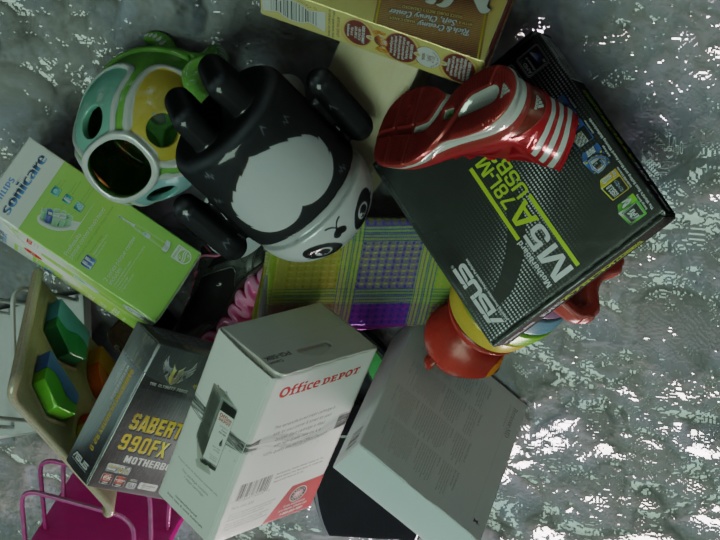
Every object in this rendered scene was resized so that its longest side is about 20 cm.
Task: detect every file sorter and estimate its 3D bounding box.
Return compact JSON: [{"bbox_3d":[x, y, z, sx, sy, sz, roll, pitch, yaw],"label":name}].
[{"bbox_3d":[-0.264,0.227,1.833,0.138,0.200,0.126,14,129,11],"label":"file sorter"},{"bbox_3d":[-0.398,0.101,1.801,0.199,0.124,0.140,-11,76,27],"label":"file sorter"}]

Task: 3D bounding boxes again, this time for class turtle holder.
[{"bbox_3d":[-0.181,-0.132,1.580,0.185,0.132,0.141,-7,122,25],"label":"turtle holder"}]

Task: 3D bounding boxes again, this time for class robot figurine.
[{"bbox_3d":[-0.078,-0.094,1.473,0.150,0.125,0.200,-20,128,40],"label":"robot figurine"}]

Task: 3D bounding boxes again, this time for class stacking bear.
[{"bbox_3d":[0.133,0.033,1.601,0.114,0.122,0.200,41,133,-4],"label":"stacking bear"}]

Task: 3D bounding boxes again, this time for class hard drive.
[{"bbox_3d":[0.010,0.217,1.792,0.134,0.042,0.201,3,138,6],"label":"hard drive"}]

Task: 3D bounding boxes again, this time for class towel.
[{"bbox_3d":[0.000,0.000,1.628,0.199,0.023,0.144,-2,131,-13],"label":"towel"}]

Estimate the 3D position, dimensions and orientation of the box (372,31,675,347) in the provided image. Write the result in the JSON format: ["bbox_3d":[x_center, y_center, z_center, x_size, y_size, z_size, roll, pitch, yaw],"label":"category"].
[{"bbox_3d":[0.138,-0.069,1.475,0.193,0.047,0.200,-37,76,19],"label":"box"}]

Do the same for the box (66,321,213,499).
[{"bbox_3d":[-0.168,0.147,1.675,0.200,0.048,0.159,19,104,-45],"label":"box"}]

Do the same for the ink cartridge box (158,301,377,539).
[{"bbox_3d":[-0.088,0.140,1.606,0.083,0.146,0.201,39,122,29],"label":"ink cartridge box"}]

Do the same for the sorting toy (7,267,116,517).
[{"bbox_3d":[-0.282,0.119,1.710,0.036,0.186,0.200,-20,126,14],"label":"sorting toy"}]

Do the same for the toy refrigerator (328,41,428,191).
[{"bbox_3d":[0.008,-0.156,1.533,0.076,0.070,0.200,29,129,7],"label":"toy refrigerator"}]

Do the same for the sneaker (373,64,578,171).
[{"bbox_3d":[0.103,-0.105,1.428,0.115,0.079,0.200,24,165,-28],"label":"sneaker"}]

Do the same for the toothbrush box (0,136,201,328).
[{"bbox_3d":[-0.267,-0.030,1.674,0.200,0.086,0.146,36,167,-7],"label":"toothbrush box"}]

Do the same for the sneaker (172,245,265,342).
[{"bbox_3d":[-0.141,0.025,1.712,0.200,0.079,0.096,-42,70,27],"label":"sneaker"}]

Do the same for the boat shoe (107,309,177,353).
[{"bbox_3d":[-0.193,0.126,1.813,0.075,0.075,0.203,-30,100,23],"label":"boat shoe"}]

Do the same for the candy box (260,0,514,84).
[{"bbox_3d":[0.028,-0.241,1.424,0.199,0.116,0.055,20,160,5],"label":"candy box"}]

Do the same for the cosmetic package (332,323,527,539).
[{"bbox_3d":[0.072,0.160,1.655,0.151,0.200,0.052,38,130,-9],"label":"cosmetic package"}]

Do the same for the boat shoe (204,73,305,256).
[{"bbox_3d":[-0.096,-0.100,1.610,0.071,0.070,0.201,24,129,5],"label":"boat shoe"}]

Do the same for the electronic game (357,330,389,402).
[{"bbox_3d":[-0.050,0.115,1.772,0.199,0.042,0.201,10,127,14],"label":"electronic game"}]
